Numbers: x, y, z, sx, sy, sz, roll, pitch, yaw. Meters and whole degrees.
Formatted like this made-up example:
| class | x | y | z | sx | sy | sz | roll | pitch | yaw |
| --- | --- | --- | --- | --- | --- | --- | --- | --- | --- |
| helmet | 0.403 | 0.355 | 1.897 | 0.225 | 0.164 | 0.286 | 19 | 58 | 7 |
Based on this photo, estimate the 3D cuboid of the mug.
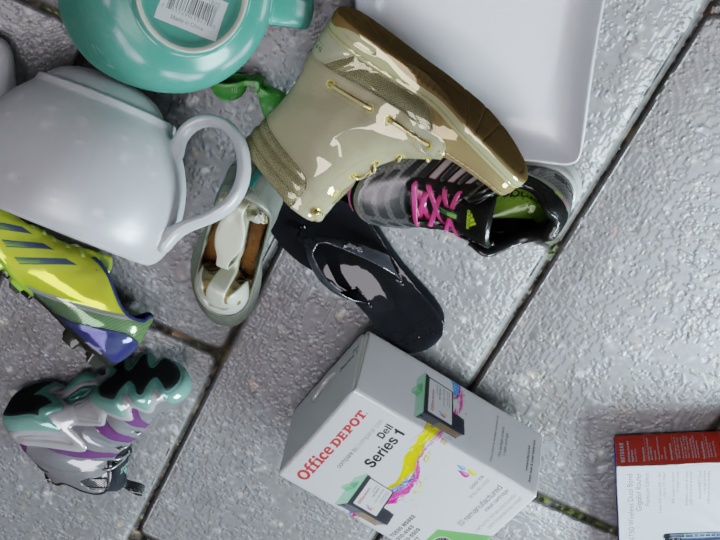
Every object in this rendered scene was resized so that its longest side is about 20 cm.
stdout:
| class | x | y | z | sx | sy | sz | roll | pitch | yaw |
| --- | --- | --- | --- | --- | --- | --- | --- | --- | --- |
| mug | -0.129 | -0.218 | 1.096 | 0.184 | 0.114 | 0.153 | -30 | 111 | -15 |

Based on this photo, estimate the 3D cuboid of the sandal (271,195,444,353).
| class | x | y | z | sx | sy | sz | roll | pitch | yaw |
| --- | --- | --- | --- | --- | --- | --- | --- | --- | --- |
| sandal | 0.001 | 0.000 | 1.276 | 0.200 | 0.043 | 0.076 | 41 | 116 | -17 |

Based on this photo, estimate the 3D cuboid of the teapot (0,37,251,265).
| class | x | y | z | sx | sy | sz | roll | pitch | yaw |
| --- | --- | --- | --- | --- | --- | --- | --- | --- | --- |
| teapot | -0.217 | -0.099 | 1.181 | 0.199 | 0.197 | 0.147 | 24 | 88 | -31 |

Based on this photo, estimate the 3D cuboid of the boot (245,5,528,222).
| class | x | y | z | sx | sy | sz | roll | pitch | yaw |
| --- | --- | --- | --- | --- | --- | --- | --- | --- | --- |
| boot | 0.019 | -0.092 | 1.159 | 0.199 | 0.073 | 0.156 | 37 | 113 | -7 |

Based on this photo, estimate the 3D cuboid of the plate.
| class | x | y | z | sx | sy | sz | roll | pitch | yaw |
| --- | --- | --- | --- | --- | --- | --- | --- | --- | --- |
| plate | 0.092 | -0.189 | 1.163 | 0.198 | 0.032 | 0.201 | 6 | 119 | 3 |

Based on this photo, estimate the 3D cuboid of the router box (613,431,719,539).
| class | x | y | z | sx | sy | sz | roll | pitch | yaw |
| --- | --- | --- | --- | --- | --- | --- | --- | --- | --- |
| router box | 0.334 | 0.248 | 1.380 | 0.178 | 0.049 | 0.201 | -4 | 120 | 8 |

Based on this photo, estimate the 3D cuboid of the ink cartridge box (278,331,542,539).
| class | x | y | z | sx | sy | sz | roll | pitch | yaw |
| --- | --- | --- | --- | --- | --- | --- | --- | --- | --- |
| ink cartridge box | 0.045 | 0.170 | 1.336 | 0.199 | 0.084 | 0.145 | 31 | 128 | -12 |

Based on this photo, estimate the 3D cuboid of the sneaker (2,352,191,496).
| class | x | y | z | sx | sy | sz | roll | pitch | yaw |
| --- | --- | --- | --- | --- | --- | --- | --- | --- | --- |
| sneaker | -0.229 | 0.161 | 1.383 | 0.199 | 0.078 | 0.141 | -11 | 120 | 23 |

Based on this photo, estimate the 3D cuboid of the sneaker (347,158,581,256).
| class | x | y | z | sx | sy | sz | roll | pitch | yaw |
| --- | --- | --- | --- | --- | --- | --- | --- | --- | --- |
| sneaker | 0.086 | -0.057 | 1.208 | 0.198 | 0.088 | 0.074 | 2 | 120 | 5 |

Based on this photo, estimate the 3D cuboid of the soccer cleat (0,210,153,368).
| class | x | y | z | sx | sy | sz | roll | pitch | yaw |
| --- | --- | --- | --- | --- | --- | --- | --- | --- | --- |
| soccer cleat | -0.271 | 0.000 | 1.308 | 0.084 | 0.065 | 0.200 | -44 | 105 | -5 |

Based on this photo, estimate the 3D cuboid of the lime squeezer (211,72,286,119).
| class | x | y | z | sx | sy | sz | roll | pitch | yaw |
| --- | --- | --- | --- | --- | --- | --- | --- | --- | --- |
| lime squeezer | -0.102 | -0.137 | 1.213 | 0.199 | 0.038 | 0.071 | 35 | 131 | -9 |

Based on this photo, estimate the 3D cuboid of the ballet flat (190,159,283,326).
| class | x | y | z | sx | sy | sz | roll | pitch | yaw |
| --- | --- | --- | --- | --- | --- | --- | --- | --- | --- |
| ballet flat | -0.116 | -0.011 | 1.251 | 0.067 | 0.064 | 0.201 | 21 | 132 | 2 |
